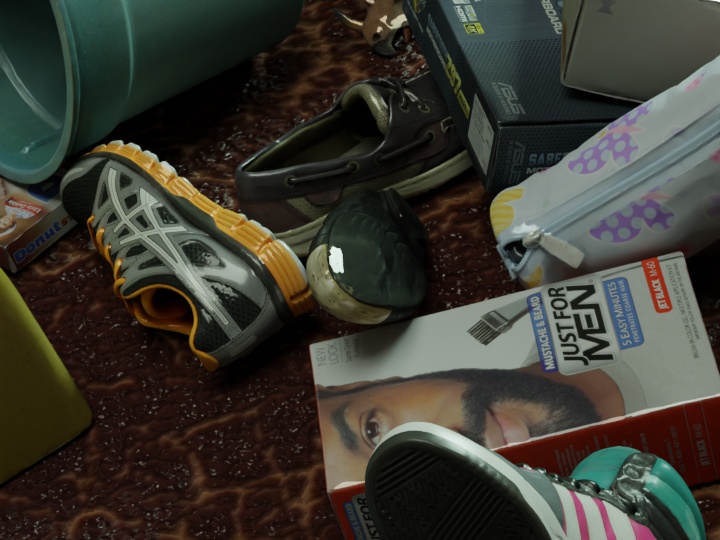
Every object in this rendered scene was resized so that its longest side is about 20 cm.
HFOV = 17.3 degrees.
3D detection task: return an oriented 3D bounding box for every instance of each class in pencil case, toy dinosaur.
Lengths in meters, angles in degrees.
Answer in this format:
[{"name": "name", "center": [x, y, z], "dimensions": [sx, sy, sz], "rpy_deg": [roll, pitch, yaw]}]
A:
[{"name": "pencil case", "center": [0.162, -0.053, 1.222], "dimensions": [0.200, 0.091, 0.083], "rpy_deg": [-33, 60, 24]}, {"name": "toy dinosaur", "center": [0.035, -0.237, 1.541], "dimensions": [0.135, 0.086, 0.200], "rpy_deg": [-20, 34, 8]}]

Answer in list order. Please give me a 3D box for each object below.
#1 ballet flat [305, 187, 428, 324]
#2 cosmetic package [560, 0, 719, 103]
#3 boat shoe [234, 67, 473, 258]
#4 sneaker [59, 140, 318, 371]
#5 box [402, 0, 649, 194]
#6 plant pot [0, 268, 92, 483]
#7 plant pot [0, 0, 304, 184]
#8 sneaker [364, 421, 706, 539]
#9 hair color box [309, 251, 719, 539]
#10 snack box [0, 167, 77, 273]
[{"name": "ballet flat", "center": [0.000, 0.000, 1.260], "dimensions": [0.057, 0.066, 0.200], "rpy_deg": [-39, 3, 12]}, {"name": "cosmetic package", "center": [0.170, -0.175, 1.340], "dimensions": [0.105, 0.071, 0.200], "rpy_deg": [12, 37, -1]}, {"name": "boat shoe", "center": [0.012, -0.080, 1.381], "dimensions": [0.200, 0.065, 0.072], "rpy_deg": [-33, 40, -18]}, {"name": "sneaker", "center": [-0.114, -0.009, 1.345], "dimensions": [0.077, 0.078, 0.200], "rpy_deg": [-46, 46, -16]}, {"name": "box", "center": [0.124, -0.122, 1.364], "dimensions": [0.157, 0.051, 0.200], "rpy_deg": [-2, 39, -14]}, {"name": "plant pot", "center": [-0.297, 0.020, 1.282], "dimensions": [0.195, 0.200, 0.194], "rpy_deg": [-34, 43, -16]}, {"name": "plant pot", "center": [-0.152, -0.180, 1.454], "dimensions": [0.196, 0.201, 0.200], "rpy_deg": [-25, 38, -32]}, {"name": "sneaker", "center": [0.089, 0.113, 1.067], "dimensions": [0.084, 0.200, 0.121], "rpy_deg": [-39, 18, 27]}, {"name": "hair color box", "center": [0.081, 0.069, 1.193], "dimensions": [0.200, 0.064, 0.111], "rpy_deg": [-16, 41, 5]}, {"name": "snack box", "center": [-0.254, -0.059, 1.487], "dimensions": [0.200, 0.024, 0.072], "rpy_deg": [26, 55, 39]}]
